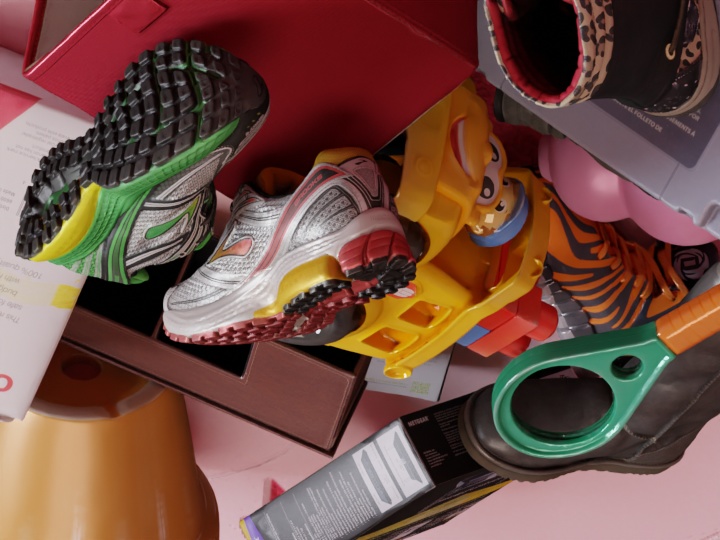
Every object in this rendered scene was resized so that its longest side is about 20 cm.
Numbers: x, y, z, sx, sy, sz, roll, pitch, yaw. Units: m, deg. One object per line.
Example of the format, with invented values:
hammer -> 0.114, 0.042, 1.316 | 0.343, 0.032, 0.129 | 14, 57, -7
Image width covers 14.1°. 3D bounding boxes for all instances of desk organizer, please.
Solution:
desk organizer -> -0.089, 0.032, 1.820 | 0.199, 0.072, 0.077 | 23, 136, 4

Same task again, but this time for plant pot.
plant pot -> -0.188, 0.127, 1.895 | 0.199, 0.200, 0.184 | 5, 127, -2

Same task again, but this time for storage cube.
storage cube -> -0.052, -0.165, 1.566 | 0.180, 0.171, 0.200 | 31, 132, -27

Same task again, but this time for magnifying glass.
magnifying glass -> 0.164, 0.051, 1.717 | 0.200, 0.022, 0.080 | -33, 122, 23

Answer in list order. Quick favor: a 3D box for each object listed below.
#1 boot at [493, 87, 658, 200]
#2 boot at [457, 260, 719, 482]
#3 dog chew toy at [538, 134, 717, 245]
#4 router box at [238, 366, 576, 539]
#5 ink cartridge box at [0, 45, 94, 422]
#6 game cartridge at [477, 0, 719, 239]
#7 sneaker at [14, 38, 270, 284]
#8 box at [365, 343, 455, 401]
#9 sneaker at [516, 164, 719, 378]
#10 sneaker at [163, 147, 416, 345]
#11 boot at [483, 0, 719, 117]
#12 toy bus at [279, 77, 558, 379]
boot -> 0.159, -0.150, 1.629 | 0.130, 0.068, 0.200 | 32, 100, 22
boot -> 0.177, 0.058, 1.775 | 0.181, 0.073, 0.200 | -2, 155, -29
dog chew toy -> 0.203, -0.068, 1.699 | 0.199, 0.125, 0.125 | 0, 139, 16
router box -> 0.041, 0.132, 1.892 | 0.157, 0.052, 0.200 | -35, 167, 35
ink cartridge box -> -0.235, -0.029, 1.739 | 0.145, 0.083, 0.200 | 20, 108, -18
game cartridge -> 0.157, -0.123, 1.581 | 0.133, 0.200, 0.041 | -59, 153, 13
sneaker -> -0.102, -0.055, 1.523 | 0.085, 0.078, 0.200 | 19, 148, -27
box -> 0.000, 0.000, 1.848 | 0.144, 0.036, 0.200 | 9, 139, -5
sneaker -> 0.163, -0.011, 1.804 | 0.112, 0.078, 0.200 | -15, 145, 13
sneaker -> -0.041, -0.010, 1.570 | 0.078, 0.082, 0.200 | -2, 164, -39
boot -> 0.118, -0.177, 1.491 | 0.073, 0.204, 0.154 | -12, 178, 32
toy bus -> 0.044, -0.020, 1.684 | 0.192, 0.136, 0.200 | 25, 145, -20
